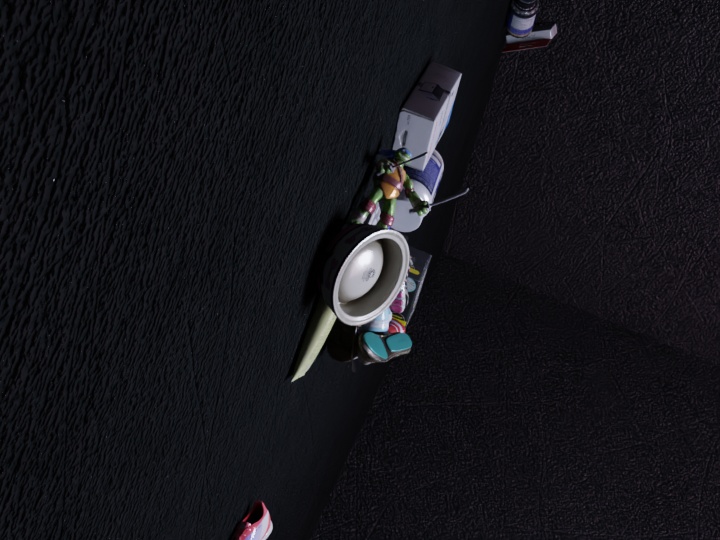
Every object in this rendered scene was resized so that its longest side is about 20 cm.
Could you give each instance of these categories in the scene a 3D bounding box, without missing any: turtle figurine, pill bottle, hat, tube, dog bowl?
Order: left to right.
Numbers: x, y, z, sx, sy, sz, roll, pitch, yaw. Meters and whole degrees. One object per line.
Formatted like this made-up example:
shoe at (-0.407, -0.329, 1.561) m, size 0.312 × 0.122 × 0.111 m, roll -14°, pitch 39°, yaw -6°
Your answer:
tube at (-0.090, 0.129, 1.603) m, size 0.052 × 0.057 × 0.203 m, roll 36°, pitch -73°, yaw 53°
hat at (-0.042, 0.121, 1.709) m, size 0.201 × 0.079 × 0.205 m, roll -177°, pitch -90°, yaw -89°
dog bowl at (0.000, 0.000, 1.514) m, size 0.198 × 0.073 × 0.203 m, roll -27°, pitch 133°, yaw -33°
turtle figurine at (0.073, -0.147, 1.565) m, size 0.196 × 0.198 × 0.144 m, roll -59°, pitch 155°, yaw -1°
pill bottle at (0.118, -0.189, 1.821) m, size 0.117 × 0.114 × 0.202 m, roll 102°, pitch 7°, yaw -47°
pill bottle at (0.626, -1.000, 3.054) m, size 0.201 × 0.110 × 0.113 m, roll 86°, pitch 27°, yaw -70°

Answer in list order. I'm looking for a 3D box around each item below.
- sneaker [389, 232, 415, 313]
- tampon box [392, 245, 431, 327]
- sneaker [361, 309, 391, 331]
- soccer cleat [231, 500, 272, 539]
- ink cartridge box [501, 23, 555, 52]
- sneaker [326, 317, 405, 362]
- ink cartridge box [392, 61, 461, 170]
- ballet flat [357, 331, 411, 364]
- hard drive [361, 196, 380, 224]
sneaker at (0.090, 0.000, 1.836) m, size 0.087 × 0.073 × 0.203 m, roll -31°, pitch 121°, yaw -39°
tampon box at (0.081, 0.042, 2.079) m, size 0.127 × 0.148 × 0.202 m, roll -58°, pitch 166°, yaw -50°
sneaker at (0.038, 0.053, 1.783) m, size 0.200 × 0.078 × 0.133 m, roll -106°, pitch -160°, yaw -79°
soccer cleat at (-0.248, 0.568, 1.650) m, size 0.200 × 0.067 × 0.074 m, roll -49°, pitch 136°, yaw -55°
ink cartridge box at (0.704, -0.974, 3.315) m, size 0.177 × 0.197 × 0.045 m, roll -51°, pitch 133°, yaw -47°
sneaker at (0.018, 0.163, 1.863) m, size 0.111 × 0.198 × 0.073 m, roll -11°, pitch 85°, yaw -47°
ink cartridge box at (0.148, -0.348, 1.789) m, size 0.148 × 0.084 × 0.202 m, roll 101°, pitch 12°, yaw -49°
ballet flat at (0.038, 0.171, 1.695) m, size 0.075 × 0.069 × 0.199 m, roll -35°, pitch 161°, yaw 27°
hard drive at (0.006, -0.069, 1.735) m, size 0.200 × 0.037 × 0.142 m, roll 65°, pitch 47°, yaw -77°
